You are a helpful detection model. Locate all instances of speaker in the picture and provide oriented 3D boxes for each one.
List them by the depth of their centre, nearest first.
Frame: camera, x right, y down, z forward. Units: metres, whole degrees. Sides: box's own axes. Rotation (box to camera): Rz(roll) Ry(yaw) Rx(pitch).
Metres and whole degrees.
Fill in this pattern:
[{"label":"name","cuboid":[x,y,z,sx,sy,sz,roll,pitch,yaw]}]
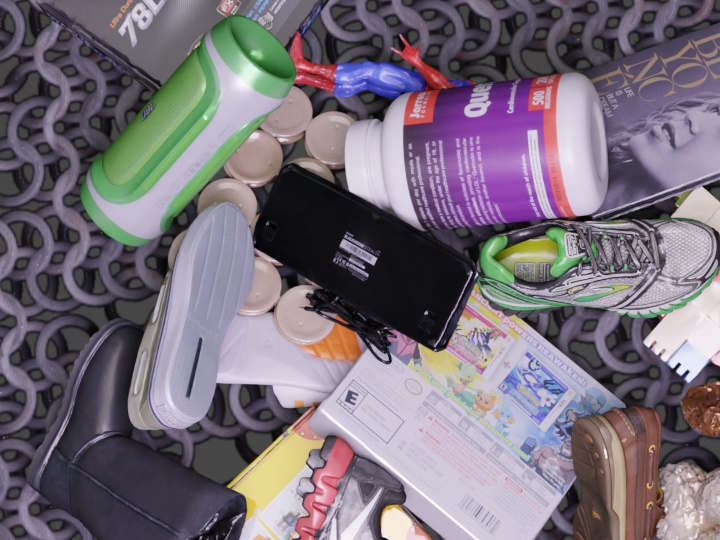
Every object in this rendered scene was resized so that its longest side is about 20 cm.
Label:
[{"label":"speaker","cuboid":[-0.140,-0.111,1.645,0.089,0.088,0.200,48,115,6]}]

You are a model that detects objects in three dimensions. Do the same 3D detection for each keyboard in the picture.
[{"label":"keyboard","cuboid":[0.000,0.000,1.622,0.199,0.040,0.105,30,96,28]}]

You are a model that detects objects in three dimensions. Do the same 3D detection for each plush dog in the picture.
[{"label":"plush dog","cuboid":[0.330,0.164,1.586,0.198,0.161,0.174,5,107,2]}]

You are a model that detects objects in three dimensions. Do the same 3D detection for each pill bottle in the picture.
[{"label":"pill bottle","cuboid":[0.092,-0.092,1.625,0.198,0.112,0.114,-5,82,17]}]

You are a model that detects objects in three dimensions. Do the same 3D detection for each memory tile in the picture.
[{"label":"memory tile","cuboid":[-0.056,-0.048,1.683,0.152,0.017,0.201,27,69,5]}]

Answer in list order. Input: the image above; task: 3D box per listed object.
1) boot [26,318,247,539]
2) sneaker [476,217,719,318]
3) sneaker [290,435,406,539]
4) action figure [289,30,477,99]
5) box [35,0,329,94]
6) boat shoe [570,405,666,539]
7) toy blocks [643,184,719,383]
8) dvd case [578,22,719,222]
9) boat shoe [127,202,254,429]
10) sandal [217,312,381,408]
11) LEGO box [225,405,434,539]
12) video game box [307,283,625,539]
[{"label":"boot","cuboid":[-0.163,0.147,1.607,0.199,0.065,0.166,27,94,45]},{"label":"sneaker","cuboid":[0.188,-0.003,1.608,0.198,0.085,0.079,-9,74,9]},{"label":"sneaker","cuboid":[-0.023,0.234,1.564,0.097,0.071,0.202,21,86,0]},{"label":"action figure","cuboid":[0.039,-0.157,1.697,0.198,0.065,0.052,17,73,2]},{"label":"box","cuboid":[-0.137,-0.245,1.722,0.198,0.050,0.201,36,85,3]},{"label":"boat shoe","cuboid":[0.210,0.191,1.606,0.067,0.072,0.202,-19,127,-17]},{"label":"toy blocks","cuboid":[0.287,0.032,1.664,0.200,0.100,0.137,43,95,8]},{"label":"dvd case","cuboid":[0.258,-0.128,1.681,0.198,0.016,0.149,-19,52,-2]},{"label":"boat shoe","cuboid":[-0.138,0.034,1.600,0.062,0.072,0.201,-14,46,38]},{"label":"sandal","cuboid":[-0.067,0.073,1.671,0.204,0.059,0.080,5,58,-10]},{"label":"LEGO box","cuboid":[-0.059,0.233,1.641,0.200,0.077,0.149,-42,83,-4]},{"label":"video game box","cuboid":[0.086,0.115,1.634,0.200,0.047,0.182,39,62,2]}]
